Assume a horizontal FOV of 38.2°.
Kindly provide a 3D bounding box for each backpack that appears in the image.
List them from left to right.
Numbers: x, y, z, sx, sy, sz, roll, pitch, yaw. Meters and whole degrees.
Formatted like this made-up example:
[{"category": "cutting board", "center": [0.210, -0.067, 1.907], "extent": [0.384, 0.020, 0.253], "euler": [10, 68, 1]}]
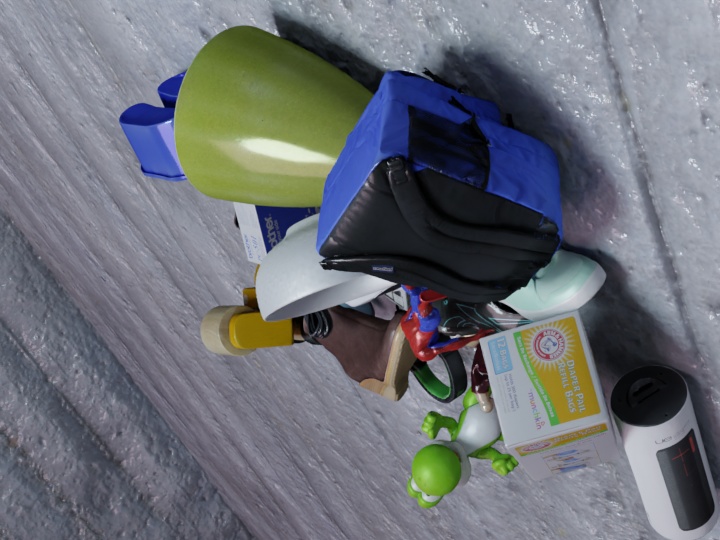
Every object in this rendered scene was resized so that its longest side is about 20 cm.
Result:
[{"category": "backpack", "center": [0.083, -0.076, 0.929], "extent": [0.197, 0.170, 0.163], "euler": [19, 145, -16]}]

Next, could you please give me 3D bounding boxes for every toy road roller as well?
[{"category": "toy road roller", "center": [-0.131, 0.040, 1.508], "extent": [0.122, 0.197, 0.149], "euler": [-5, 91, 61]}]

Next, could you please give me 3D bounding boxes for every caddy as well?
[{"category": "caddy", "center": [-0.218, -0.177, 1.332], "extent": [0.199, 0.141, 0.106], "euler": [15, 141, 53]}]

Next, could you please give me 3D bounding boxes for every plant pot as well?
[{"category": "plant pot", "center": [-0.058, -0.142, 1.078], "extent": [0.197, 0.188, 0.189], "euler": [20, 148, 33]}]

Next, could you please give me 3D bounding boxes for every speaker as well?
[{"category": "speaker", "center": [0.320, 0.193, 1.090], "extent": [0.081, 0.081, 0.202], "euler": [21, 147, 45]}]

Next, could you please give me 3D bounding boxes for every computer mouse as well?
[{"category": "computer mouse", "center": [0.000, 0.000, 1.231], "extent": [0.044, 0.198, 0.112], "euler": [18, -128, -57]}]

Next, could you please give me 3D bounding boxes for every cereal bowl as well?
[{"category": "cereal bowl", "center": [-0.022, -0.016, 1.096], "extent": [0.200, 0.197, 0.085], "euler": [-33, 74, 68]}]

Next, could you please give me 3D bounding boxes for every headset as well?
[{"category": "headset", "center": [0.062, 0.084, 1.345], "extent": [0.202, 0.093, 0.123], "euler": [61, 159, 5]}]

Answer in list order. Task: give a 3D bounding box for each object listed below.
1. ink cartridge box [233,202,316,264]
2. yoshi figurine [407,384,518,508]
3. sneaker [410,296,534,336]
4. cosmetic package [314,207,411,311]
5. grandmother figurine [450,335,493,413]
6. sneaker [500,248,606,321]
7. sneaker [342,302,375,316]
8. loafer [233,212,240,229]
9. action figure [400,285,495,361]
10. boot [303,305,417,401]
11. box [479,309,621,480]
[{"category": "ink cartridge box", "center": [-0.111, -0.116, 1.239], "extent": [0.044, 0.094, 0.203], "euler": [15, 128, 40]}, {"category": "yoshi figurine", "center": [0.131, 0.207, 1.274], "extent": [0.112, 0.201, 0.112], "euler": [42, 176, -37]}, {"category": "sneaker", "center": [0.140, 0.035, 1.171], "extent": [0.197, 0.075, 0.080], "euler": [17, 137, 34]}, {"category": "cosmetic package", "center": [-0.005, -0.036, 1.315], "extent": [0.199, 0.051, 0.083], "euler": [35, 155, 26]}, {"category": "grandmother figurine", "center": [0.175, 0.118, 1.228], "extent": [0.200, 0.122, 0.060], "euler": [48, -161, 20]}, {"category": "sneaker", "center": [0.146, -0.020, 1.033], "extent": [0.119, 0.074, 0.199], "euler": [51, 159, -26]}, {"category": "sneaker", "center": [-0.050, 0.007, 1.434], "extent": [0.200, 0.079, 0.095], "euler": [48, 156, -6]}, {"category": "loafer", "center": [-0.126, -0.097, 1.408], "extent": [0.072, 0.063, 0.200], "euler": [46, 158, -4]}, {"category": "action figure", "center": [0.090, 0.035, 1.079], "extent": [0.201, 0.097, 0.066], "euler": [92, 153, -65]}, {"category": "boot", "center": [-0.006, 0.077, 1.299], "extent": [0.165, 0.072, 0.201], "euler": [36, 153, 15]}, {"category": "box", "center": [0.195, 0.131, 1.048], "extent": [0.200, 0.100, 0.115], "euler": [49, -153, -65]}]
